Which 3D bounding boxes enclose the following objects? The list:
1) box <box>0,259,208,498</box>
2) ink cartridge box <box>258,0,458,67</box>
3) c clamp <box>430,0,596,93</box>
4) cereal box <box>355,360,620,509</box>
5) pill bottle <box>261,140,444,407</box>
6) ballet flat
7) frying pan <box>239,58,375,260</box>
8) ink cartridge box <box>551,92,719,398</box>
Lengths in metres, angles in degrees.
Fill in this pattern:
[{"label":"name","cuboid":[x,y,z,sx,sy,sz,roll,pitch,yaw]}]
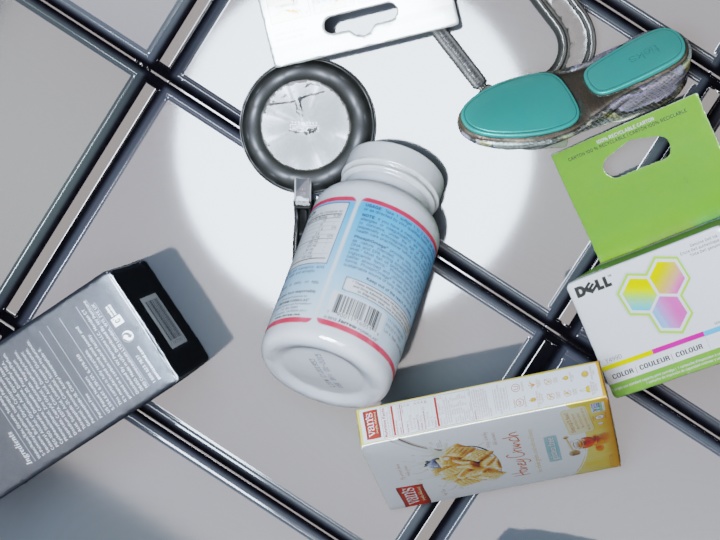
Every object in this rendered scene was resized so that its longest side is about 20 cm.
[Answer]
[{"label":"box","cuboid":[-0.243,0.091,1.726,0.200,0.148,0.107,-34,91,6]},{"label":"ink cartridge box","cuboid":[-0.016,-0.280,1.728,0.160,0.047,0.200,-13,92,5]},{"label":"c clamp","cuboid":[0.088,-0.206,1.739,0.171,0.027,0.200,-43,89,1]},{"label":"cereal box","cuboid":[0.106,0.136,1.705,0.200,0.144,0.040,-13,61,6]},{"label":"pill bottle","cuboid":[0.000,0.000,1.682,0.109,0.109,0.200,19,61,3]},{"label":"ballet flat","cuboid":[0.176,-0.132,1.707,0.200,0.072,0.072,-21,92,-5]},{"label":"frying pan","cuboid":[-0.060,-0.087,1.759,0.115,0.031,0.190,25,93,3]},{"label":"ink cartridge box","cuboid":[0.237,-0.019,1.687,0.148,0.076,0.200,-23,93,32]}]
